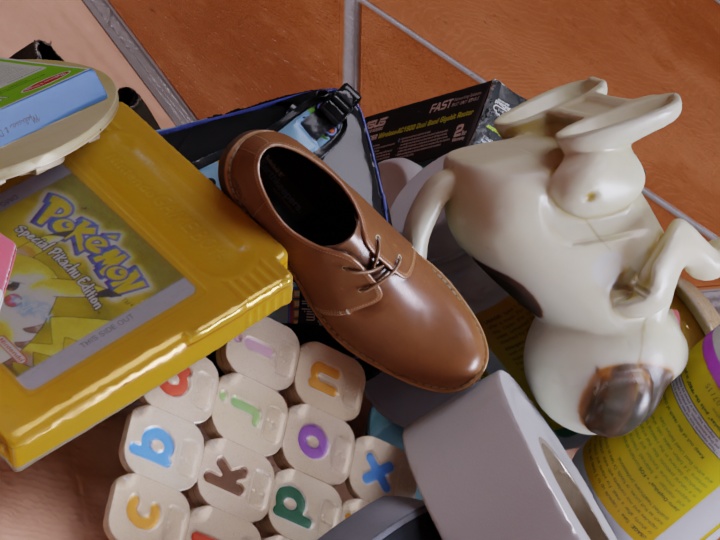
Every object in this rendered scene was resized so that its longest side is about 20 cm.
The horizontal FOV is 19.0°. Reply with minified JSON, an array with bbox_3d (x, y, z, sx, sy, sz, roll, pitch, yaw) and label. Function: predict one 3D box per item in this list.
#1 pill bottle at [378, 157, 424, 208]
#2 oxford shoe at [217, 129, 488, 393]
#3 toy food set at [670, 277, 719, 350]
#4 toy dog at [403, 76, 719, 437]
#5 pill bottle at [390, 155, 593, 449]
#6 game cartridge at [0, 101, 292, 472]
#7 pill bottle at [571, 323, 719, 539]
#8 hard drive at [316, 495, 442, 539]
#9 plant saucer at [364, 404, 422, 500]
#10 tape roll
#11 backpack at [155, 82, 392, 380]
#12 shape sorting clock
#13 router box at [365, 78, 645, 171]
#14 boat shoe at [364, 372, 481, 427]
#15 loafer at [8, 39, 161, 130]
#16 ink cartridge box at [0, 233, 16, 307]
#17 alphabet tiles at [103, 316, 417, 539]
[{"bbox_3d":[0.082,0.005,1.581,0.200,0.113,0.113,26,30,-29],"label":"pill bottle"},{"bbox_3d":[0.000,0.000,1.225,0.200,0.071,0.071,43,-9,-12],"label":"oxford shoe"},{"bbox_3d":[0.232,0.091,1.573,0.048,0.200,0.198,-18,67,-12],"label":"toy food set"},{"bbox_3d":[0.138,0.005,1.324,0.193,0.139,0.201,-27,108,-24],"label":"toy dog"},{"bbox_3d":[0.108,0.017,1.460,0.200,0.113,0.113,51,20,-25],"label":"pill bottle"},{"bbox_3d":[-0.161,0.001,1.193,0.200,0.033,0.176,-33,57,-26],"label":"game cartridge"},{"bbox_3d":[0.207,0.127,1.399,0.104,0.200,0.104,36,26,-21],"label":"pill bottle"},{"bbox_3d":[0.006,0.212,1.166,0.200,0.042,0.135,-34,98,-53],"label":"hard drive"},{"bbox_3d":[0.078,0.160,1.434,0.200,0.027,0.200,31,28,-18],"label":"plant saucer"},{"bbox_3d":[0.105,0.161,1.276,0.203,0.071,0.202,57,8,-12],"label":"tape roll"},{"bbox_3d":[-0.081,-0.004,1.325,0.135,0.199,0.183,127,-52,-76],"label":"backpack"},{"bbox_3d":[-0.238,-0.080,1.243,0.200,0.199,0.039,-64,145,-63],"label":"shape sorting clock"},{"bbox_3d":[0.098,-0.071,1.639,0.150,0.200,0.062,29,72,-23],"label":"router box"},{"bbox_3d":[0.018,0.048,1.430,0.200,0.074,0.065,38,11,38],"label":"boat shoe"},{"bbox_3d":[-0.161,-0.081,1.429,0.200,0.071,0.073,33,27,-16],"label":"loafer"},{"bbox_3d":[-0.241,0.070,1.001,0.083,0.147,0.200,31,27,-17],"label":"ink cartridge box"},{"bbox_3d":[-0.053,0.127,1.209,0.195,0.015,0.201,26,61,-30],"label":"alphabet tiles"}]
